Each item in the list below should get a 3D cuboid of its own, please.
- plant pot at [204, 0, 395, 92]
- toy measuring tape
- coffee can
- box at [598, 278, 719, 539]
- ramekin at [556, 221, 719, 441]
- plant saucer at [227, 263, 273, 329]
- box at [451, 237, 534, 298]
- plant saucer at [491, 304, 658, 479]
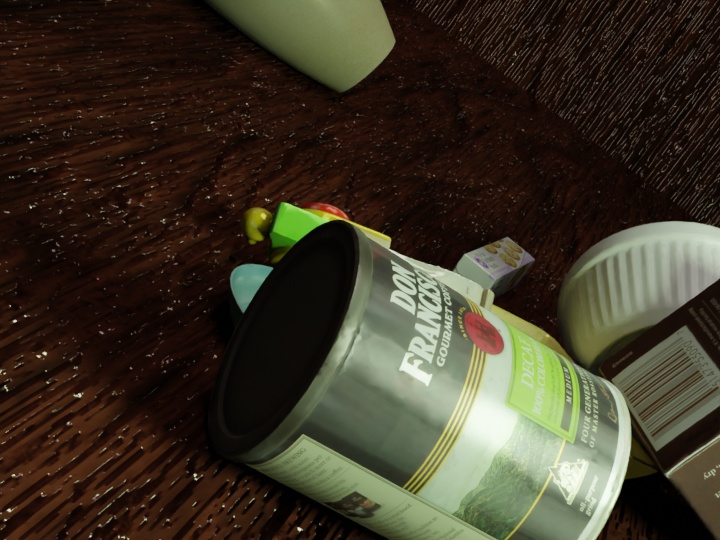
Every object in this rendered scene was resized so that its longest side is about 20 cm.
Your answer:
[{"bbox_3d":[-0.057,-0.312,1.966,0.200,0.187,0.187,47,11,-15],"label":"plant pot"},{"bbox_3d":[0.000,0.000,1.269,0.199,0.074,0.074,21,18,-13],"label":"toy measuring tape"},{"bbox_3d":[0.034,0.082,0.969,0.199,0.147,0.147,30,16,-22],"label":"coffee can"},{"bbox_3d":[0.325,0.132,1.339,0.200,0.164,0.166,49,8,-29],"label":"box"},{"bbox_3d":[0.271,0.066,1.476,0.200,0.200,0.105,31,39,-20],"label":"ramekin"},{"bbox_3d":[-0.012,0.068,1.146,0.200,0.027,0.200,33,15,-10],"label":"plant saucer"},{"bbox_3d":[0.127,0.001,1.643,0.041,0.039,0.200,38,15,11],"label":"box"},{"bbox_3d":[0.114,0.088,1.331,0.199,0.049,0.200,27,17,-35],"label":"plant saucer"}]
